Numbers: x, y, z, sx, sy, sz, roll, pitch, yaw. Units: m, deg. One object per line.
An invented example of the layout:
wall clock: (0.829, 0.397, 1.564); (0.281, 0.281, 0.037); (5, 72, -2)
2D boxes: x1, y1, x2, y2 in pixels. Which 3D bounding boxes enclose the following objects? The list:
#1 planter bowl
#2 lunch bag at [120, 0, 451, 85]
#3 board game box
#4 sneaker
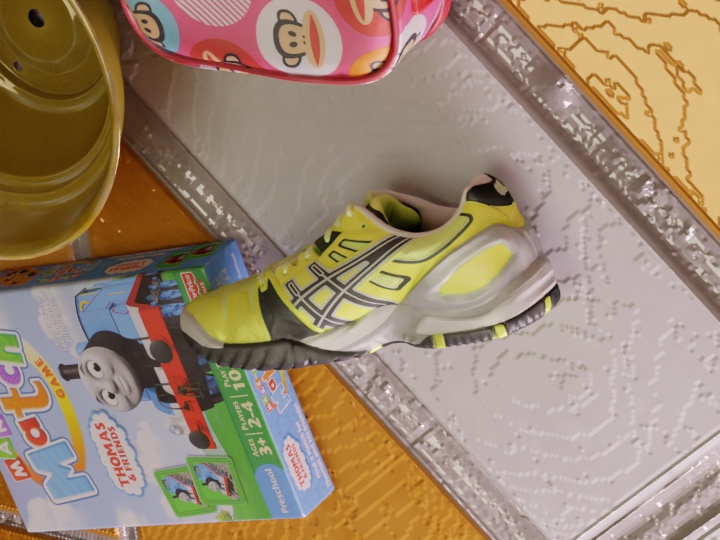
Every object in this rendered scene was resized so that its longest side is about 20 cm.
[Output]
planter bowl: (-0.183, -0.113, 1.426); (0.200, 0.083, 0.201); (16, 125, 24)
lunch bag: (-0.031, -0.185, 1.283); (0.176, 0.082, 0.201); (9, 122, 28)
board game box: (-0.126, 0.066, 1.531); (0.200, 0.037, 0.152); (-7, 114, 37)
sneaker: (0.000, 0.000, 1.390); (0.199, 0.075, 0.077); (-11, 103, 24)
